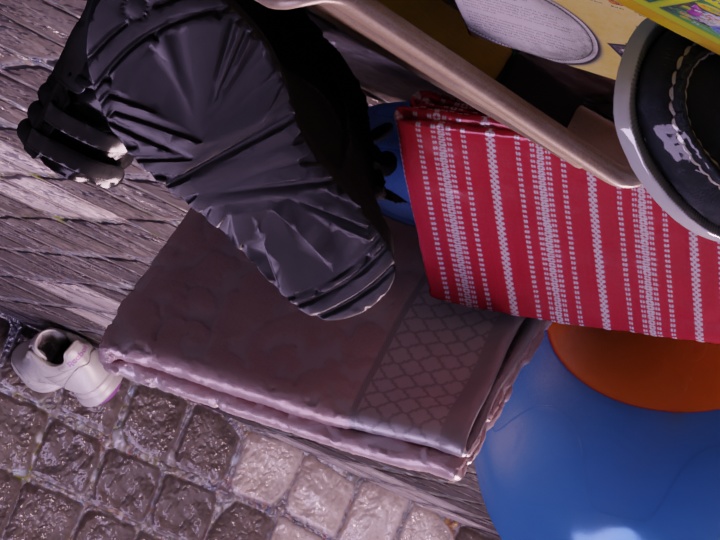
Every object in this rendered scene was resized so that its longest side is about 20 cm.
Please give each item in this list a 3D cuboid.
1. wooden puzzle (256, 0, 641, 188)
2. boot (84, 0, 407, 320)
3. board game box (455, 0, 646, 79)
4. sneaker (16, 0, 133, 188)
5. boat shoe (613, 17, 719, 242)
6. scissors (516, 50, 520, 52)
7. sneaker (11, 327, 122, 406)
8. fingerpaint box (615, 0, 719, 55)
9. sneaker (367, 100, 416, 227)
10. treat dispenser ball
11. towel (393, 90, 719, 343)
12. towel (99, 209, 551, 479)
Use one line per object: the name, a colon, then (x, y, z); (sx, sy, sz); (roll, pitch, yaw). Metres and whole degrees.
wooden puzzle: (0.005, -0.105, 1.086); (0.200, 0.037, 0.185); (24, -173, -38)
boot: (-0.051, -0.083, 1.182); (0.198, 0.073, 0.163); (50, -164, -29)
board game box: (0.120, -0.094, 0.924); (0.199, 0.035, 0.136); (19, 166, 19)
sneaker: (-0.118, -0.093, 1.340); (0.070, 0.100, 0.200); (25, 169, -10)
boat shoe: (0.162, -0.031, 0.881); (0.200, 0.076, 0.060); (20, 172, -41)
scissors: (0.081, -0.104, 1.084); (0.073, 0.014, 0.200); (25, 172, -28)
sneaker: (-0.350, 0.094, 3.145); (0.200, 0.075, 0.100); (10, 146, 53)
fingerpaint box: (0.083, -0.128, 0.732); (0.199, 0.074, 0.167); (24, 172, -17)
sneaker: (0.071, -0.051, 1.265); (0.199, 0.066, 0.079); (16, 158, 24)
treat dispenser ball: (0.156, 0.084, 1.387); (0.200, 0.202, 0.201); (21, 171, 4)
towel: (0.120, -0.018, 1.194); (0.199, 0.023, 0.145); (8, 145, 15)
towel: (0.000, 0.000, 1.319); (0.190, 0.200, 0.032); (17, 137, 17)
